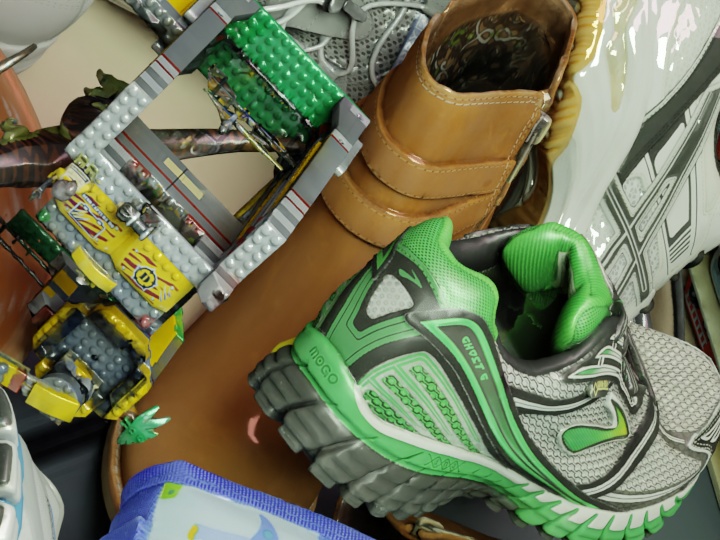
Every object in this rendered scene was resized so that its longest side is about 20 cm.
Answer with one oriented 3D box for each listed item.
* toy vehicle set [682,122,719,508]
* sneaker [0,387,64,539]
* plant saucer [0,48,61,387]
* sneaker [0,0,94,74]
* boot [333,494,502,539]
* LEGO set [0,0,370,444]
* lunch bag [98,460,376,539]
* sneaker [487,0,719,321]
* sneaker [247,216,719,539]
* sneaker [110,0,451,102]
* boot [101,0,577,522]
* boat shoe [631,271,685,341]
[{"bbox_3d":[0.151,0.011,0.993,0.026,0.124,0.201,-7,65,-14],"label":"toy vehicle set"},{"bbox_3d":[-0.112,0.132,0.720,0.087,0.075,0.201,53,41,-57],"label":"sneaker"},{"bbox_3d":[-0.184,-0.031,0.784,0.200,0.037,0.201,22,50,-29],"label":"plant saucer"},{"bbox_3d":[-0.161,-0.156,0.850,0.200,0.088,0.075,40,45,-14],"label":"sneaker"},{"bbox_3d":[0.115,0.117,0.831,0.200,0.188,0.069,28,86,-35],"label":"boot"},{"bbox_3d":[-0.099,-0.038,0.724,0.200,0.154,0.116,54,24,-10],"label":"LEGO set"},{"bbox_3d":[-0.009,0.172,0.739,0.200,0.127,0.170,39,43,-30],"label":"lunch bag"},{"bbox_3d":[0.089,-0.008,0.902,0.087,0.201,0.076,9,21,-16],"label":"sneaker"},{"bbox_3d":[0.060,0.032,0.793,0.200,0.085,0.078,9,41,-54],"label":"sneaker"},{"bbox_3d":[-0.023,-0.090,0.908,0.199,0.082,0.075,22,91,-8],"label":"sneaker"},{"bbox_3d":[0.000,0.000,0.833,0.077,0.155,0.200,39,42,5],"label":"boot"},{"bbox_3d":[0.098,-0.045,0.988,0.074,0.060,0.201,38,54,-53],"label":"boat shoe"}]
